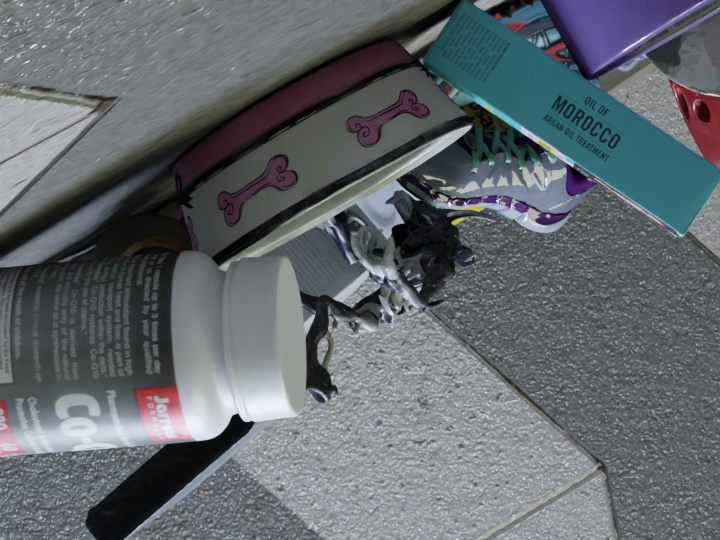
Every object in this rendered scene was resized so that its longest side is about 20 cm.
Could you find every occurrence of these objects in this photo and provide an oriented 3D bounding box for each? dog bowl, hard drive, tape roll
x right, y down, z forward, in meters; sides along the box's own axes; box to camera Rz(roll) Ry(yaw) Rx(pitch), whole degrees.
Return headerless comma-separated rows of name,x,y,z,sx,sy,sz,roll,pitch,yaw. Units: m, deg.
dog bowl,-0.031,-0.074,1.508,0.199,0.074,0.200,-30,179,-1
hard drive,-0.113,0.127,1.693,0.139,0.033,0.200,-41,177,10
tape roll,0.208,-0.206,1.511,0.199,0.085,0.200,-30,179,-1

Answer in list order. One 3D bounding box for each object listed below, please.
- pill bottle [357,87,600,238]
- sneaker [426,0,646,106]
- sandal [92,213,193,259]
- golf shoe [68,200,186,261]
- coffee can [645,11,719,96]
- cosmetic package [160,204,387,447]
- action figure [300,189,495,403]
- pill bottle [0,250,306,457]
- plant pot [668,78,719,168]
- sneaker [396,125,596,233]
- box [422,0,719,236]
pill bottle,0.085,-0.106,1.831,0.199,0.113,0.112,-29,178,-24
sneaker,0.130,-0.146,1.701,0.199,0.096,0.079,-29,178,-23
sandal,-0.132,0.016,1.549,0.081,0.055,0.200,-27,-143,3
golf shoe,-0.149,-0.007,1.677,0.200,0.075,0.092,-40,177,-46
coffee can,0.278,-0.203,1.705,0.146,0.147,0.200,-30,178,18
cosmetic package,-0.080,0.031,1.714,0.200,0.071,0.101,-40,177,-28
action figure,0.000,0.000,1.633,0.200,0.102,0.119,-43,-152,-20
pill bottle,-0.138,0.048,1.427,0.198,0.115,0.114,-5,-178,8
plant pot,0.344,-0.208,2.032,0.200,0.183,0.200,-30,178,-1
sneaker,0.100,-0.088,1.713,0.199,0.075,0.087,12,138,-46
box,0.136,-0.096,1.529,0.049,0.199,0.082,-56,176,3
